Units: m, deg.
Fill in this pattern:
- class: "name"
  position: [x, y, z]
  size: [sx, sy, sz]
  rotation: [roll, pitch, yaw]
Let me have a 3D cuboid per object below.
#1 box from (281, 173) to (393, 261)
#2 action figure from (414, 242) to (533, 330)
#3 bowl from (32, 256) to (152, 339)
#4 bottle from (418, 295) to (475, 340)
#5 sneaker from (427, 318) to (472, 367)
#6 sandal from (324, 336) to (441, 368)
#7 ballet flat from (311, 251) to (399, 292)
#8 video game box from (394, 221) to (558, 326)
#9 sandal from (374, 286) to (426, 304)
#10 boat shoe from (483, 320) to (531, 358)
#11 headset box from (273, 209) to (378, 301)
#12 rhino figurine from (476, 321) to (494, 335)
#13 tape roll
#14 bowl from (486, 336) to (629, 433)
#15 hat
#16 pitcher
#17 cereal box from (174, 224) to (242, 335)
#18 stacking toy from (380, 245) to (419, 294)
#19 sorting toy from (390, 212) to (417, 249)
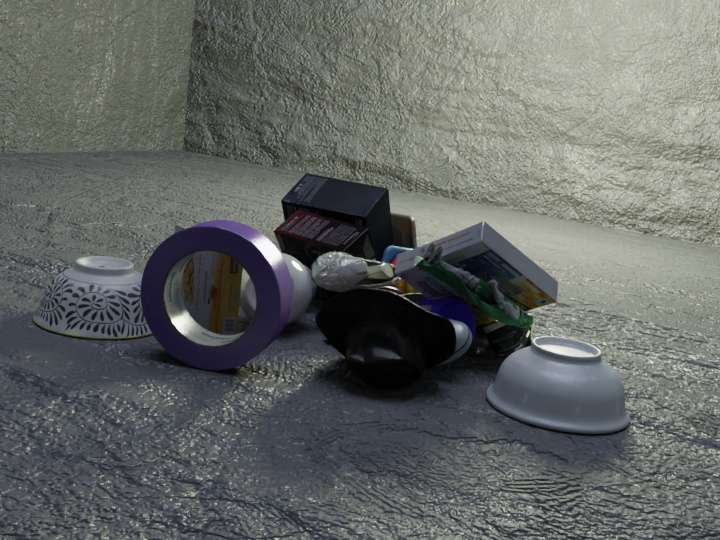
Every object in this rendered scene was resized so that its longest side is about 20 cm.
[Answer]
- class: "box"
  position: [-0.039, -0.067, 1.831]
  size: [0.182, 0.200, 0.104]
  rotation: [14, 42, 24]
- class: "action figure"
  position: [0.182, 0.031, 1.426]
  size: [0.200, 0.055, 0.118]
  rotation: [35, 4, -15]
- class: "bowl"
  position: [-0.397, 0.033, 1.449]
  size: [0.201, 0.094, 0.201]
  rotation: [6, 12, -1]
- class: "bottle"
  position: [0.126, 0.083, 1.509]
  size: [0.065, 0.084, 0.200]
  rotation: [-16, 0, -10]
- class: "sneaker"
  position: [0.055, 0.087, 1.361]
  size: [0.200, 0.073, 0.114]
  rotation: [-5, -33, 17]
- class: "sandal"
  position: [0.039, 0.106, 1.476]
  size: [0.200, 0.043, 0.076]
  rotation: [12, 12, 21]
- class: "ballet flat"
  position: [0.000, 0.000, 1.593]
  size: [0.072, 0.072, 0.200]
  rotation: [16, 7, 37]
- class: "video game box"
  position: [0.187, 0.012, 1.522]
  size: [0.182, 0.047, 0.200]
  rotation: [-20, -43, 42]
- class: "sandal"
  position: [0.048, 0.055, 1.616]
  size: [0.200, 0.043, 0.076]
  rotation: [0, -27, -45]
- class: "boat shoe"
  position: [0.250, 0.112, 1.559]
  size: [0.072, 0.068, 0.200]
  rotation: [-31, -10, 14]
- class: "headset box"
  position: [-0.061, -0.019, 1.727]
  size: [0.200, 0.149, 0.077]
  rotation: [17, 47, 38]
- class: "rhino figurine"
  position: [0.222, 0.068, 1.714]
  size: [0.087, 0.060, 0.200]
  rotation: [-17, 14, -5]
- class: "tape roll"
  position: [-0.198, 0.033, 1.299]
  size: [0.200, 0.200, 0.066]
  rotation: [9, 11, 10]
- class: "bowl"
  position: [0.279, 0.148, 1.306]
  size: [0.201, 0.090, 0.201]
  rotation: [7, 12, -2]
- class: "hat"
  position: [0.029, 0.113, 1.289]
  size: [0.200, 0.201, 0.081]
  rotation: [8, 54, 6]
- class: "pitcher"
  position: [-0.163, 0.035, 1.566]
  size: [0.171, 0.121, 0.200]
  rotation: [-11, 1, 1]
- class: "cereal box"
  position: [-0.248, 0.014, 1.502]
  size: [0.039, 0.144, 0.200]
  rotation: [-2, 14, -33]
- class: "stacking toy"
  position: [0.130, 0.032, 1.731]
  size: [0.116, 0.110, 0.200]
  rotation: [7, 10, -44]
- class: "sorting toy"
  position: [0.030, -0.050, 1.904]
  size: [0.200, 0.185, 0.036]
  rotation: [14, 42, 25]
